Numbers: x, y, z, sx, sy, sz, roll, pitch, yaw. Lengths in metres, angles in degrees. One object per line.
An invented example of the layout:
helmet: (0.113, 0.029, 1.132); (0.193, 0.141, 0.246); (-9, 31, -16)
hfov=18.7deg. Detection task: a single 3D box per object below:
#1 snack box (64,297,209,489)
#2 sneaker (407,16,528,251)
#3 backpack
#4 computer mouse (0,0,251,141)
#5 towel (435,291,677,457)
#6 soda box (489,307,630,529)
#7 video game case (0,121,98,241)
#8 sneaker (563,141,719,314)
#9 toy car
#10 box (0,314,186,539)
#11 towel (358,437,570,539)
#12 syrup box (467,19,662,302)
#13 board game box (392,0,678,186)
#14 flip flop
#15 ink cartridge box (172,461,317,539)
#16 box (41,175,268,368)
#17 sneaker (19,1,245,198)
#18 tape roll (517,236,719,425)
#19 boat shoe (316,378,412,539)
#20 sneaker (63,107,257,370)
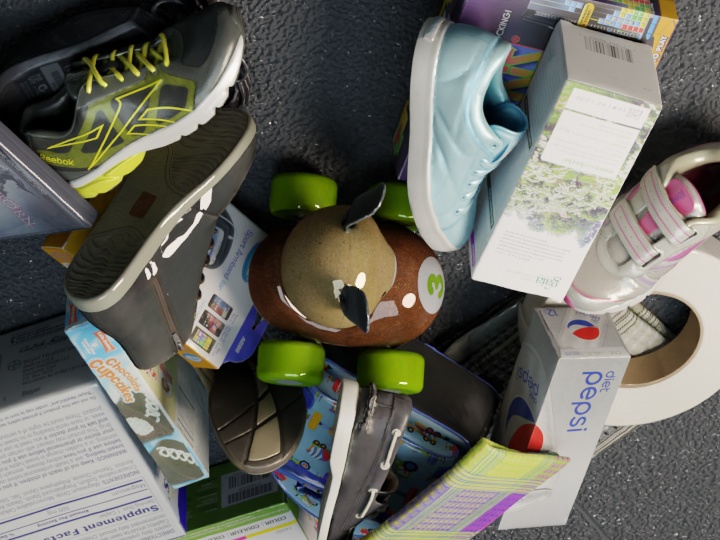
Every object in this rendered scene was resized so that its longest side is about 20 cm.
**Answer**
snack box: (-0.182, 0.073, 1.809); (0.037, 0.117, 0.201); (-19, 129, 12)
sneaker: (0.083, -0.091, 1.630); (0.081, 0.074, 0.201); (14, 134, 21)
backpack: (-0.002, 0.146, 1.863); (0.182, 0.135, 0.200); (32, 132, -5)
computer mouse: (-0.190, -0.157, 1.658); (0.198, 0.053, 0.139); (-19, 136, 1)
towel: (0.176, 0.091, 1.907); (0.192, 0.035, 0.200); (-36, 123, 25)
soda box: (0.158, 0.124, 1.822); (0.068, 0.064, 0.201); (-1, 131, -20)
video game case: (-0.310, -0.072, 1.674); (0.199, 0.019, 0.143); (-5, 140, 45)
sneaker: (0.236, -0.043, 1.722); (0.199, 0.082, 0.088); (-38, 166, -3)
toy car: (0.000, 0.000, 1.671); (0.156, 0.166, 0.200); (5, 171, -9)
box: (-0.267, 0.153, 1.879); (0.182, 0.105, 0.201); (-17, 129, 10)
towel: (0.063, 0.199, 1.771); (0.200, 0.023, 0.143); (-40, 154, 23)
syrup box: (0.151, -0.079, 1.653); (0.078, 0.082, 0.201); (14, 129, -12)
board game box: (0.131, -0.145, 1.686); (0.164, 0.057, 0.201); (9, 129, -14)
flip flop: (-0.098, 0.102, 1.787); (0.080, 0.200, 0.058); (-14, 126, -16)
ink cartridge box: (-0.098, 0.270, 2.012); (0.147, 0.076, 0.201); (-18, 128, 11)
box: (-0.148, -0.012, 1.742); (0.041, 0.120, 0.200); (3, 149, 50)
sneaker: (-0.168, -0.130, 1.599); (0.200, 0.075, 0.084); (-40, 131, 21)
tape roll: (0.232, 0.047, 1.840); (0.201, 0.037, 0.204); (-5, 130, -6)
boat shoe: (0.002, 0.163, 1.739); (0.060, 0.074, 0.201); (9, 132, -1)
sneaker: (-0.138, -0.027, 1.673); (0.200, 0.075, 0.106); (-51, 140, -15)
